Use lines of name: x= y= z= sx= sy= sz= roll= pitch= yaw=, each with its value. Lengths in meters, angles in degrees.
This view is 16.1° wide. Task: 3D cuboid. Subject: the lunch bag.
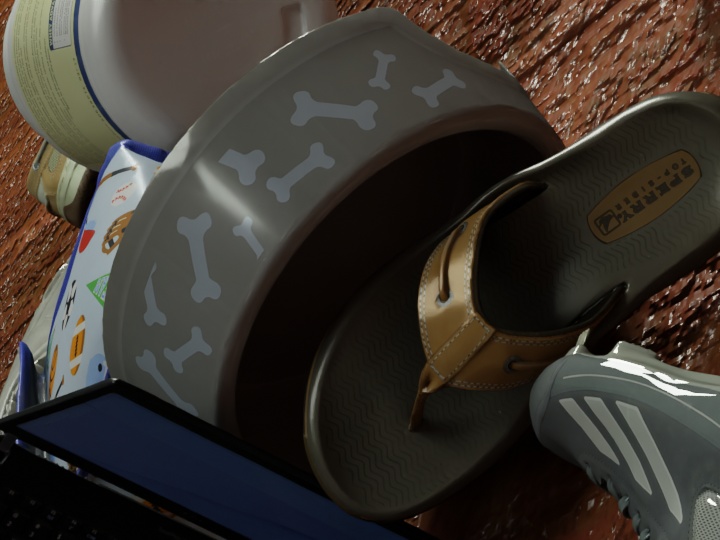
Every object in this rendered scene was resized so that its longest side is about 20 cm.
lunch bag: x=-0.098 y=0.066 z=1.195 sx=0.170 sy=0.123 sz=0.200 roll=-105 pitch=33 yaw=-60

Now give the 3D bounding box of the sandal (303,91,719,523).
sandal: x=0.060 y=0.009 z=0.896 sx=0.200 sy=0.082 sz=0.055 roll=-36 pitch=-5 yaw=2

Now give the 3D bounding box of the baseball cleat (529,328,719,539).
baseball cleat: x=0.099 y=0.076 z=0.799 sx=0.200 sy=0.070 sz=0.107 roll=-4 pitch=61 yaw=66

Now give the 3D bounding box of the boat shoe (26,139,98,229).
boat shoe: x=-0.149 y=-0.127 z=1.558 sx=0.076 sy=0.072 sz=0.200 roll=27 pitch=89 yaw=33

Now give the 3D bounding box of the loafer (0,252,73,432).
loafer: x=-0.152 y=0.042 z=1.413 sx=0.200 sy=0.070 sz=0.070 roll=-61 pitch=15 yaw=-18

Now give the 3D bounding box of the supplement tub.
supplement tub: x=-0.111 y=-0.125 z=1.405 sx=0.200 sy=0.145 sz=0.145 roll=0 pitch=65 yaw=66

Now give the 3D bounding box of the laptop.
laptop: x=-0.077 y=0.138 z=0.976 sx=0.200 sy=0.177 sz=0.103 roll=-56 pitch=22 yaw=12

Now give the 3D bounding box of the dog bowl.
dog bowl: x=0.000 y=0.000 z=0.967 sx=0.059 sy=0.200 sz=0.200 roll=42 pitch=106 yaw=34
